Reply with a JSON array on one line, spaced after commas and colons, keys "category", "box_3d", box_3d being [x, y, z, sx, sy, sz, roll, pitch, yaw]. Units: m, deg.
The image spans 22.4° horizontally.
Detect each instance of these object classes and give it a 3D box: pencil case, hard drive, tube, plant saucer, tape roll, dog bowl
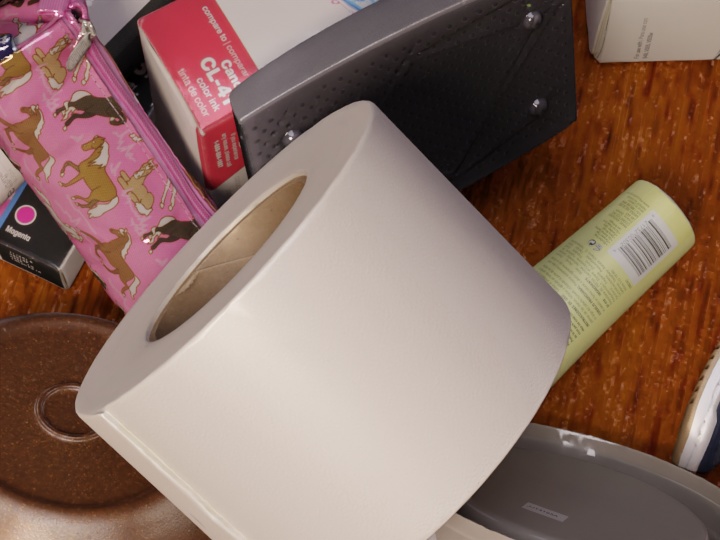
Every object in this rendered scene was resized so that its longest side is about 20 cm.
[{"category": "pencil case", "box_3d": [-0.139, -0.058, 0.989, 0.083, 0.086, 0.201, -37, 116, -10]}, {"category": "hard drive", "box_3d": [0.024, -0.090, 0.986, 0.199, 0.136, 0.042, -27, 51, -13]}, {"category": "tube", "box_3d": [0.105, 0.029, 1.046, 0.200, 0.052, 0.058, -42, 31, -12]}, {"category": "plant saucer", "box_3d": [-0.156, 0.087, 0.977, 0.198, 0.037, 0.201, 10, 42, -9]}, {"category": "tape roll", "box_3d": [-0.018, 0.039, 0.862, 0.139, 0.202, 0.203, 44, 71, -14]}, {"category": "dog bowl", "box_3d": [0.103, 0.137, 0.928, 0.198, 0.200, 0.059, 13, 103, 5]}]

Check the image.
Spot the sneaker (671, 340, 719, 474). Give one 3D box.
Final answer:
[{"category": "sneaker", "box_3d": [0.261, 0.049, 1.022, 0.108, 0.070, 0.201, 30, 68, 14]}]

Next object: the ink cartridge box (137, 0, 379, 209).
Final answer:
[{"category": "ink cartridge box", "box_3d": [-0.019, -0.122, 1.052, 0.199, 0.148, 0.086, -27, 70, -10]}]

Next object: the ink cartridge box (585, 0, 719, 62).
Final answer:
[{"category": "ink cartridge box", "box_3d": [0.239, -0.211, 1.123, 0.198, 0.083, 0.148, -2, 67, 0]}]

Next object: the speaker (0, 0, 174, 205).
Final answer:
[{"category": "speaker", "box_3d": [-0.181, -0.121, 1.052, 0.081, 0.081, 0.200, 37, 72, 15]}]

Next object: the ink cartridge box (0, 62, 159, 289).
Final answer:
[{"category": "ink cartridge box", "box_3d": [-0.172, -0.095, 1.104, 0.094, 0.037, 0.201, 23, 67, 10]}]

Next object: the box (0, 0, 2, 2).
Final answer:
[{"category": "box", "box_3d": [-0.233, -0.185, 0.991, 0.104, 0.182, 0.200, 44, 49, -9]}]
